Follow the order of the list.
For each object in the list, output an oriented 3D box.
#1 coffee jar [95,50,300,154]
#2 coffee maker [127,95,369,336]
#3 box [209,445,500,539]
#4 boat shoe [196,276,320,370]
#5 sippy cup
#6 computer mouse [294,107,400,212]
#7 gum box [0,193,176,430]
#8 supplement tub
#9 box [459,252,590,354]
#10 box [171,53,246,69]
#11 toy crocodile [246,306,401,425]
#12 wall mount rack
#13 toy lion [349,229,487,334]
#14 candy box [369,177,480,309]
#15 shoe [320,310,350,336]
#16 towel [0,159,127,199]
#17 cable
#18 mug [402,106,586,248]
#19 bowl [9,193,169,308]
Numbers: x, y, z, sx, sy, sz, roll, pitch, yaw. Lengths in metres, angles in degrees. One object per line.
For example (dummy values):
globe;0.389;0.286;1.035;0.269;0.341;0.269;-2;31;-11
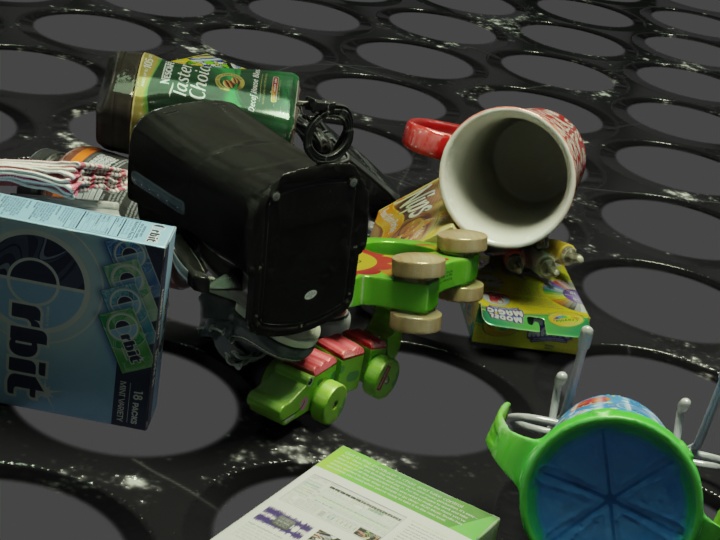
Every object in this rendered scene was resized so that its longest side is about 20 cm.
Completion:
coffee jar;-0.163;-0.159;1.486;0.199;0.086;0.105;7;48;-5
coffee maker;-0.089;-0.071;1.218;0.134;0.193;0.200;15;13;-45
box;-0.006;0.202;1.066;0.144;0.037;0.200;22;27;25
boat shoe;-0.092;0.055;1.283;0.073;0.062;0.200;13;7;-28
sippy cup;0.193;0.158;1.144;0.139;0.178;0.130;-31;5;14
computer mouse;-0.030;-0.122;1.690;0.200;0.053;0.139;38;10;-44
gum box;-0.255;0.029;1.179;0.199;0.171;0.045;11;27;2
supplement tub;-0.241;-0.059;1.469;0.199;0.107;0.107;20;25;22
box;0.162;0.029;1.515;0.117;0.049;0.200;8;21;-7
box;-0.238;-0.227;1.905;0.070;0.065;0.200;24;26;27
toy crocodile;-0.025;0.084;1.290;0.067;0.062;0.200;25;28;30
wall mount rack;0.227;0.111;1.238;0.199;0.075;0.174;12;-14;3
toy lion;0.000;0.000;1.349;0.191;0.069;0.200;9;14;21
candy box;0.067;-0.034;1.533;0.115;0.055;0.200;-28;15;18
shoe;-0.075;-0.015;1.455;0.071;0.091;0.200;-8;29;-36
towel;-0.286;-0.077;1.258;0.146;0.030;0.200;3;2;3
cable;0.160;-0.032;1.575;0.097;0.051;0.200;-6;13;-11
mug;0.150;-0.120;1.499;0.178;0.133;0.200;48;18;3
bowl;-0.263;-0.019;1.303;0.200;0.091;0.201;6;1;0
